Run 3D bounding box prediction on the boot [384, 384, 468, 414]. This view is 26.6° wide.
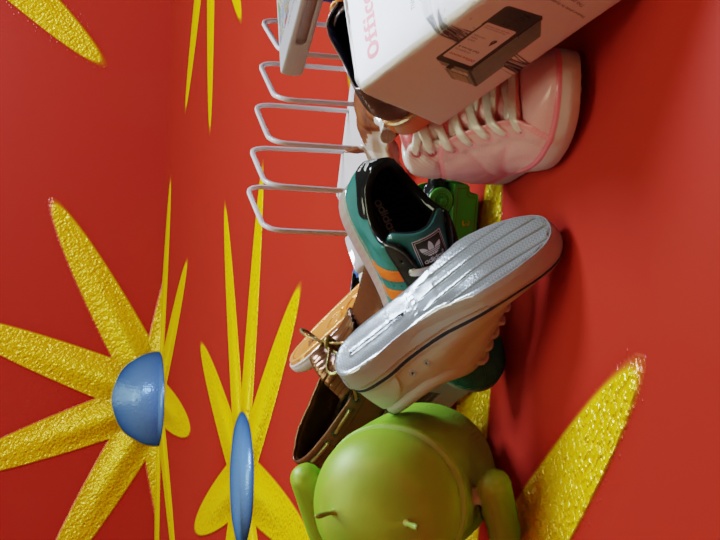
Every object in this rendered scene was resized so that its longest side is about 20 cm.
[{"bbox_3d":[0.051,0.072,1.324,0.200,0.073,0.096,139,138,-59],"label":"boot"}]

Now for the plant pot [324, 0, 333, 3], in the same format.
[{"bbox_3d":[-0.045,-0.393,1.488,0.201,0.198,0.181,-104,28,-45],"label":"plant pot"}]

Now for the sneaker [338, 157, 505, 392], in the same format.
[{"bbox_3d":[0.050,0.002,1.182,0.201,0.071,0.080,56,162,9],"label":"sneaker"}]

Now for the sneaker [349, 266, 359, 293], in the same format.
[{"bbox_3d":[0.017,0.065,1.411,0.111,0.076,0.202,-134,53,-82],"label":"sneaker"}]

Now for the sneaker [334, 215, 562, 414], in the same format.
[{"bbox_3d":[0.074,0.034,1.127,0.199,0.071,0.073,-35,33,22],"label":"sneaker"}]

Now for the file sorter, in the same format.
[{"bbox_3d":[-0.044,-0.148,1.582,0.139,0.123,0.202,-118,33,-63],"label":"file sorter"}]

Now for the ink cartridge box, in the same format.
[{"bbox_3d":[0.083,-0.214,1.024,0.199,0.084,0.147,-32,53,39],"label":"ink cartridge box"}]

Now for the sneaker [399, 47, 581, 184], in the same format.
[{"bbox_3d":[0.086,-0.110,1.122,0.200,0.104,0.076,143,130,-71],"label":"sneaker"}]

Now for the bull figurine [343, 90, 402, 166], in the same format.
[{"bbox_3d":[0.032,-0.176,1.413,0.121,0.065,0.202,-138,50,-67],"label":"bull figurine"}]

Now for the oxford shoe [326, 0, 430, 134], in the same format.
[{"bbox_3d":[0.010,-0.199,1.137,0.071,0.073,0.201,-33,52,27],"label":"oxford shoe"}]

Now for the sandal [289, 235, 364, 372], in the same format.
[{"bbox_3d":[0.000,0.003,1.317,0.207,0.059,0.079,-44,15,7],"label":"sandal"}]

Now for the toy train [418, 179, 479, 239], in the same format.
[{"bbox_3d":[0.077,-0.109,1.246,0.042,0.056,0.202,-155,68,-62],"label":"toy train"}]

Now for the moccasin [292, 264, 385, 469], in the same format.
[{"bbox_3d":[-0.012,0.082,1.276,0.074,0.077,0.202,-115,37,-47],"label":"moccasin"}]

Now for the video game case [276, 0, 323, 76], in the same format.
[{"bbox_3d":[-0.049,-0.295,1.262,0.182,0.023,0.202,114,155,-61],"label":"video game case"}]

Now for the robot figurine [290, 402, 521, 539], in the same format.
[{"bbox_3d":[0.035,0.167,1.163,0.200,0.174,0.117,-16,-75,-70],"label":"robot figurine"}]
